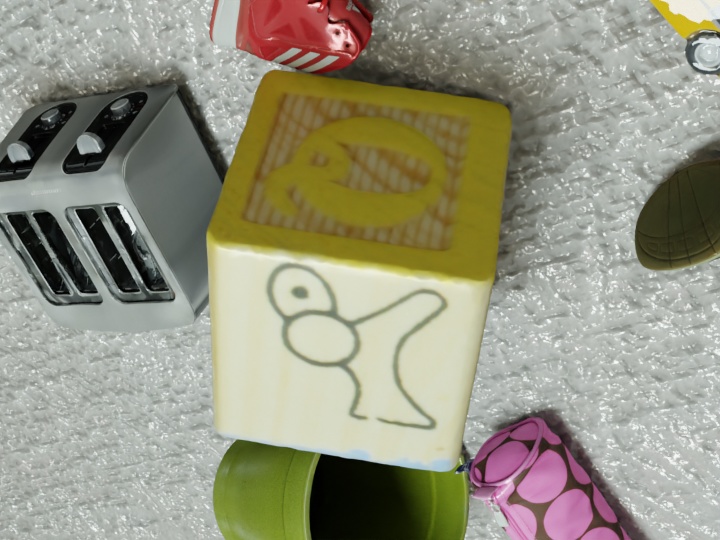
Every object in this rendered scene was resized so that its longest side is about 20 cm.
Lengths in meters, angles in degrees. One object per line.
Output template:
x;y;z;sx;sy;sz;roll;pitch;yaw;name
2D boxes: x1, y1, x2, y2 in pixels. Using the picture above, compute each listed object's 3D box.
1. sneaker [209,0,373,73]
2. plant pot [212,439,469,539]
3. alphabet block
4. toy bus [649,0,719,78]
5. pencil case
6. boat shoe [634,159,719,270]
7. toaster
-0.034;-0.216;0.888;0.115;0.079;0.200;21;149;-1;sneaker
-0.034;0.215;1.205;0.192;0.201;0.201;-7;126;48;plant pot
0.000;0.000;0.938;0.193;0.197;0.201;8;135;2;alphabet block
0.209;-0.185;0.765;0.200;0.065;0.078;45;136;-13;toy bus
0.176;0.229;1.148;0.090;0.094;0.200;-21;117;41;pencil case
0.267;-0.047;0.857;0.065;0.072;0.201;10;154;-27;boat shoe
-0.207;-0.045;1.101;0.179;0.119;0.201;-1;128;32;toaster
